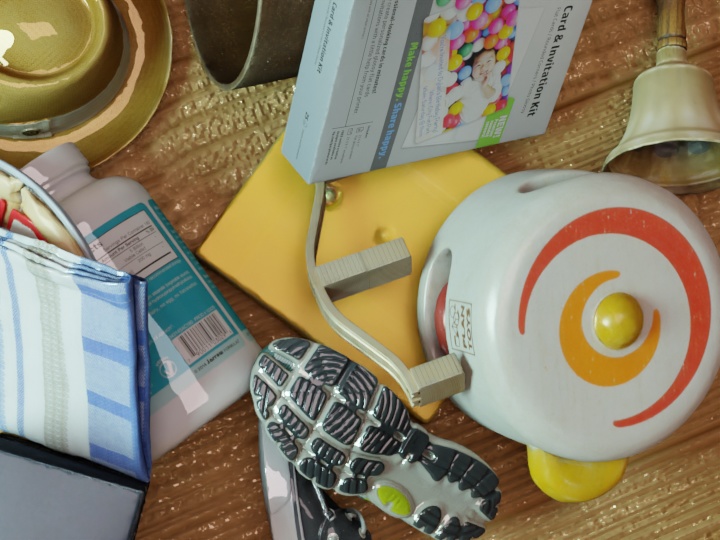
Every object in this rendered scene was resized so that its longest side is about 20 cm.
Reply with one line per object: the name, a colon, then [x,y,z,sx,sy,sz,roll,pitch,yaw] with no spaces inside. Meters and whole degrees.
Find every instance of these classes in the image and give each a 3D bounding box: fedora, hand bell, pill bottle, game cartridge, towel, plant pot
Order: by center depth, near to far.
towel: [-0.212,0.041,0.973,0.199,0.024,0.148,16,122,23]
pill bottle: [-0.157,0.017,1.050,0.111,0.111,0.201,-36,89,-8]
plant pot: [-0.001,-0.219,1.070,0.199,0.187,0.188,-6,85,-21]
fedora: [-0.225,-0.155,1.072,0.199,0.082,0.202,1,84,-6]
game cartridge: [0.015,-0.022,1.115,0.200,0.032,0.177,37,82,-4]
hand bell: [0.218,-0.165,1.132,0.103,0.104,0.202,2,73,-6]

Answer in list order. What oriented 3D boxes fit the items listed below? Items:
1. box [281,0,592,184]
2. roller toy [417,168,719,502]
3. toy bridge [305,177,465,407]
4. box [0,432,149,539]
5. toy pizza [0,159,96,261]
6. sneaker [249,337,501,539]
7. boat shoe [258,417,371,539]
box: [0.055,-0.143,1.038,0.199,0.157,0.041,-15,48,-33]
roller toy: [0.138,0.029,1.047,0.182,0.140,0.200,43,80,-18]
toy bridge: [0.000,0.000,1.043,0.067,0.027,0.201,-19,61,-8]
box: [-0.210,0.209,0.981,0.117,0.200,0.198,16,84,-4]
toy pizza: [-0.234,0.021,1.013,0.201,0.200,0.032,54,42,1]
sneaker: [0.001,0.113,1.049,0.200,0.080,0.078,40,83,-24]
boat shoe: [-0.023,0.184,1.068,0.067,0.072,0.202,-13,89,-5]
